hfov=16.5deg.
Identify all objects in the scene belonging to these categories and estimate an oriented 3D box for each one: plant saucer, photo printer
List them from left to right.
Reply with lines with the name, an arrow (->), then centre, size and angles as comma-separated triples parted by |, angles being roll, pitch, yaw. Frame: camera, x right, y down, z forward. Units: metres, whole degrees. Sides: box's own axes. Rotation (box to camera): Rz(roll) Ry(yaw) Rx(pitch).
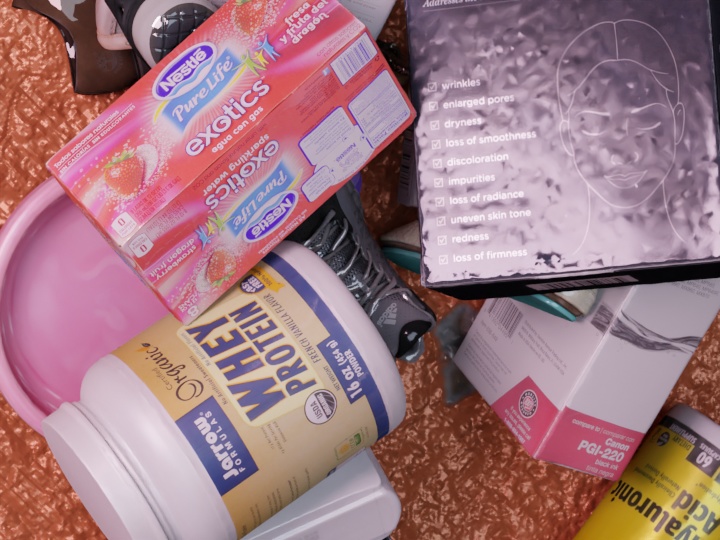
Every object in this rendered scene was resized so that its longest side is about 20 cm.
plant saucer -> -0.157, 0.021, 1.637 | 0.199, 0.051, 0.202 | -4, 100, -22
photo printer -> -0.084, 0.124, 1.688 | 0.165, 0.200, 0.070 | -23, 138, -8

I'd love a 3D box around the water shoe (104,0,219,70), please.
water shoe -> -0.097, -0.135, 1.610 | 0.071, 0.079, 0.200 | -41, 146, -4

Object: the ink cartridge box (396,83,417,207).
ink cartridge box -> 0.132, -0.137, 1.786 | 0.198, 0.041, 0.201 | 4, 96, -17

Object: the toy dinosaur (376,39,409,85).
toy dinosaur -> -0.063, -0.149, 1.729 | 0.199, 0.047, 0.089 | 22, 73, -14

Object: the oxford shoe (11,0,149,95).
oxford shoe -> -0.201, -0.211, 1.670 | 0.084, 0.073, 0.201 | -22, 102, -10

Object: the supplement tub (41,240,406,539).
supplement tub -> -0.087, 0.090, 1.572 | 0.199, 0.144, 0.145 | -35, 104, -15

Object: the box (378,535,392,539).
box -> -0.067, 0.255, 1.723 | 0.199, 0.107, 0.149 | -23, 126, -12

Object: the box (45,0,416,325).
box -> -0.077, -0.080, 1.529 | 0.200, 0.095, 0.103 | -43, 142, -5

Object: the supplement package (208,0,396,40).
supplement package -> -0.009, -0.259, 1.585 | 0.116, 0.117, 0.201 | 17, 132, -14

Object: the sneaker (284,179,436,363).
sneaker -> 0.000, 0.000, 1.684 | 0.075, 0.116, 0.200 | -42, 143, -2

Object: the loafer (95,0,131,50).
loafer -> -0.090, -0.179, 1.673 | 0.199, 0.072, 0.063 | -1, 115, -32

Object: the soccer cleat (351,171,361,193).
soccer cleat -> -0.089, -0.036, 1.719 | 0.198, 0.076, 0.067 | -13, 100, -13

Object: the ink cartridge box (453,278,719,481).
ink cartridge box -> 0.167, 0.021, 1.733 | 0.084, 0.146, 0.201 | 17, 109, -31

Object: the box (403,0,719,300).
box -> 0.139, -0.090, 1.587 | 0.198, 0.124, 0.198 | -5, 85, 14

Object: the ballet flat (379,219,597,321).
ballet flat -> 0.096, -0.014, 1.725 | 0.067, 0.199, 0.063 | 33, 79, -43

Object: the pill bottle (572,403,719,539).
pill bottle -> 0.216, 0.207, 1.816 | 0.111, 0.111, 0.201 | 37, 87, -16
